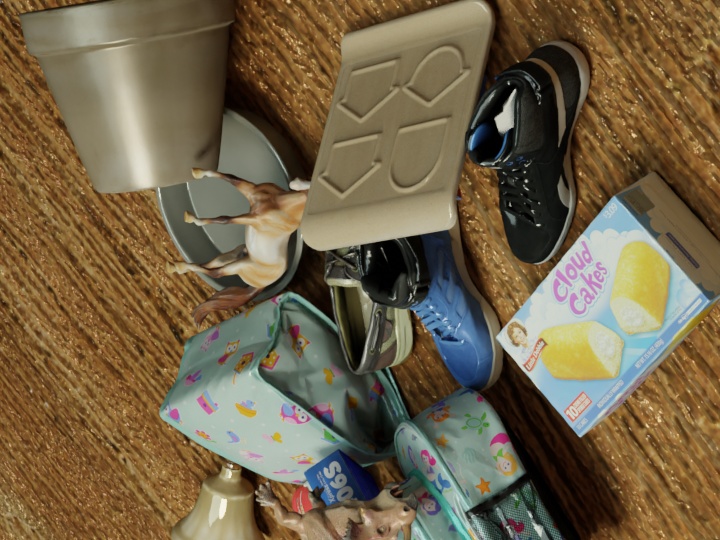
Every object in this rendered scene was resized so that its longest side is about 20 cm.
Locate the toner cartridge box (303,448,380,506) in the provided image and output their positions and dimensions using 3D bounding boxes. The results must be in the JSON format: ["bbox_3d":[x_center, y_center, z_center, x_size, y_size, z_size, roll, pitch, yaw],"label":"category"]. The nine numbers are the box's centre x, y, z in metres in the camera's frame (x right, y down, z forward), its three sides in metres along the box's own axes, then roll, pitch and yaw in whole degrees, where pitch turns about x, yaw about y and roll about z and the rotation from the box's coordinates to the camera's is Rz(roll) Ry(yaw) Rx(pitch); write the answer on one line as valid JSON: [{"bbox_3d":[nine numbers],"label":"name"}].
[{"bbox_3d":[0.021,0.268,1.709,0.043,0.095,0.201,-33,62,7],"label":"toner cartridge box"}]

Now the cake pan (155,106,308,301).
[{"bbox_3d":[-0.120,-0.070,1.815,0.199,0.037,0.202,21,123,35],"label":"cake pan"}]

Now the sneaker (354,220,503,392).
[{"bbox_3d":[0.055,0.027,1.646,0.076,0.111,0.202,-4,108,43],"label":"sneaker"}]

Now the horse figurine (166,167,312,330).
[{"bbox_3d":[-0.106,-0.028,1.728,0.201,0.131,0.050,110,157,-43],"label":"horse figurine"}]

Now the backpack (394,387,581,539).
[{"bbox_3d":[0.100,0.212,1.658,0.178,0.149,0.202,119,127,-78],"label":"backpack"}]

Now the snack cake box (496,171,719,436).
[{"bbox_3d":[0.211,0.029,1.533,0.115,0.067,0.200,48,134,13],"label":"snack cake box"}]

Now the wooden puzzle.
[{"bbox_3d":[0.038,-0.119,1.586,0.184,0.046,0.202,-9,65,46],"label":"wooden puzzle"}]

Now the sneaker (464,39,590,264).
[{"bbox_3d":[0.124,-0.084,1.526,0.073,0.112,0.202,25,126,32],"label":"sneaker"}]

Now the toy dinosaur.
[{"bbox_3d":[-0.026,0.260,1.625,0.135,0.085,0.201,40,135,35],"label":"toy dinosaur"}]

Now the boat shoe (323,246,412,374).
[{"bbox_3d":[0.000,0.000,1.716,0.073,0.065,0.202,-2,108,45],"label":"boat shoe"}]

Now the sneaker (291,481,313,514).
[{"bbox_3d":[-0.006,0.291,1.856,0.085,0.077,0.201,-4,115,52],"label":"sneaker"}]

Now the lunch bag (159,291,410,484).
[{"bbox_3d":[-0.062,0.130,1.797,0.199,0.123,0.170,37,142,-24],"label":"lunch bag"}]

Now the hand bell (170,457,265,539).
[{"bbox_3d":[-0.133,0.193,1.941,0.104,0.104,0.202,23,111,33],"label":"hand bell"}]

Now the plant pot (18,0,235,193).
[{"bbox_3d":[-0.203,-0.167,1.715,0.199,0.199,0.175,1,104,42],"label":"plant pot"}]
